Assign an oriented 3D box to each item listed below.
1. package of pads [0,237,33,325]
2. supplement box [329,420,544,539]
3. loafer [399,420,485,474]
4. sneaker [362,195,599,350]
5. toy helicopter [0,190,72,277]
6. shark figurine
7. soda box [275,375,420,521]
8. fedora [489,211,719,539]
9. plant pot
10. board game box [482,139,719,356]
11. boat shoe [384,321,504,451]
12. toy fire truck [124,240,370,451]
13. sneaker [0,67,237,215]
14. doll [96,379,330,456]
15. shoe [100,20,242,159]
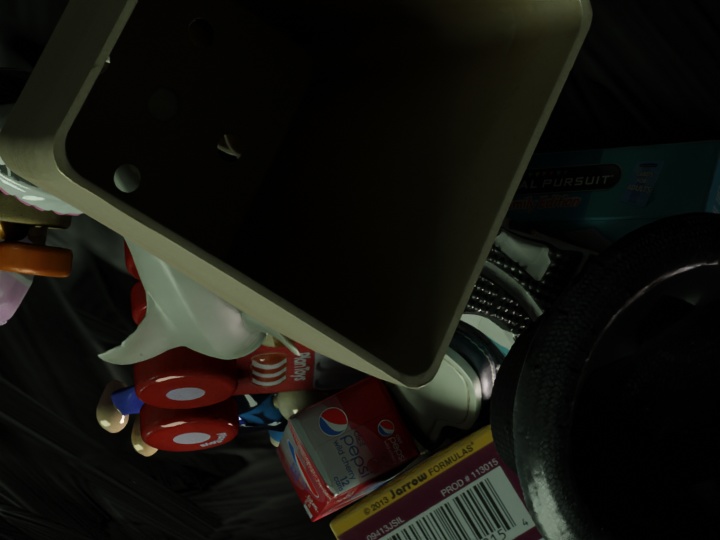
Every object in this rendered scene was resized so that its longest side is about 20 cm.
[{"bbox_3d":[-0.326,-0.036,1.265,0.120,0.076,0.200,-5,147,44],"label":"package of pads"},{"bbox_3d":[0.075,0.160,1.206,0.103,0.131,0.200,58,-169,5],"label":"supplement box"},{"bbox_3d":[0.116,0.158,1.363,0.200,0.071,0.073,11,155,15],"label":"loafer"},{"bbox_3d":[0.069,-0.002,0.975,0.200,0.074,0.080,30,-174,-36],"label":"sneaker"},{"bbox_3d":[-0.275,-0.047,1.152,0.200,0.079,0.132,7,-179,-34],"label":"toy helicopter"},{"bbox_3d":[-0.113,0.000,0.973,0.215,0.089,0.128,54,175,-35],"label":"shark figurine"},{"bbox_3d":[-0.012,0.127,1.313,0.063,0.070,0.200,63,170,8],"label":"soda box"},{"bbox_3d":[0.135,0.060,0.928,0.201,0.201,0.092,36,165,-33],"label":"fedora"},{"bbox_3d":[-0.052,-0.080,0.855,0.200,0.200,0.177,32,163,-28],"label":"plant pot"},{"bbox_3d":[0.134,-0.007,1.034,0.200,0.047,0.151,-1,148,37],"label":"board game box"},{"bbox_3d":[0.061,0.068,1.201,0.075,0.062,0.200,48,166,13],"label":"boat shoe"},{"bbox_3d":[-0.065,0.038,1.224,0.168,0.112,0.200,-5,157,-6],"label":"toy fire truck"},{"bbox_3d":[-0.124,-0.073,1.066,0.200,0.080,0.086,18,149,-23],"label":"sneaker"},{"bbox_3d":[-0.102,0.103,1.432,0.200,0.048,0.136,-11,141,38],"label":"doll"},{"bbox_3d":[-0.077,-0.089,1.003,0.200,0.053,0.070,34,152,-30],"label":"shoe"}]
